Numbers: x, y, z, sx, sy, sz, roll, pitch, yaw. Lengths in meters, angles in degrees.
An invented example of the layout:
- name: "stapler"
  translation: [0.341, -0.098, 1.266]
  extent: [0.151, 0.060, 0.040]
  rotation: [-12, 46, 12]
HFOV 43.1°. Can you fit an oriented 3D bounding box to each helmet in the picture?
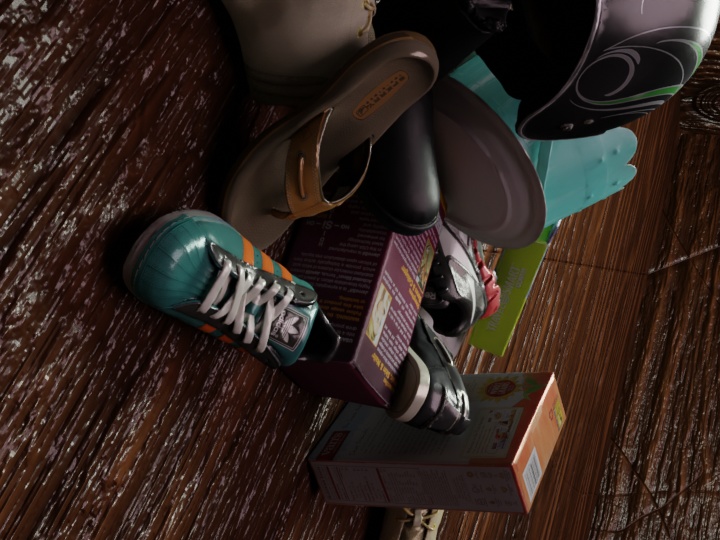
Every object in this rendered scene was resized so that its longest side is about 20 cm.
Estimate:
- name: "helmet"
  translation: [0.178, -0.201, 0.711]
  extent: [0.191, 0.200, 0.200]
  rotation: [-14, 112, -38]

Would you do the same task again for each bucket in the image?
- name: "bucket"
  translation: [0.160, -0.132, 0.909]
  extent: [0.135, 0.207, 0.207]
  rotation: [-32, 139, -9]

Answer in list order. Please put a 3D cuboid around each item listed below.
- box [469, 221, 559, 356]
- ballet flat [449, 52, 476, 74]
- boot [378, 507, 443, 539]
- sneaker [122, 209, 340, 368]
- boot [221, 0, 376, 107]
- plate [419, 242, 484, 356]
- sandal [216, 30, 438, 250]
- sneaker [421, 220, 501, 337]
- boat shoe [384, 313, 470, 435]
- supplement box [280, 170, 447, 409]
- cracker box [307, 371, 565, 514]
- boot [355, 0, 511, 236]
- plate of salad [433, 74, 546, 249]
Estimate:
- name: "box"
  translation: [0.187, -0.011, 1.067]
  extent: [0.122, 0.048, 0.200]
  rotation: [-59, 167, -50]
- name: "ballet flat"
  translation: [0.122, -0.222, 1.007]
  extent: [0.200, 0.069, 0.069]
  rotation: [-2, 100, -69]
- name: "boot"
  translation: [0.065, 0.246, 0.959]
  extent: [0.200, 0.073, 0.156]
  rotation: [126, -19, -77]
- name: "sneaker"
  translation: [-0.072, 0.018, 0.600]
  extent: [0.071, 0.080, 0.200]
  rotation: [-60, 155, 0]
- name: "boot"
  translation: [0.003, -0.186, 0.591]
  extent: [0.155, 0.200, 0.072]
  rotation: [72, 10, -48]
- name: "plate"
  translation: [0.106, 0.011, 1.078]
  extent: [0.200, 0.032, 0.200]
  rotation: [69, 37, -47]
- name: "sandal"
  translation: [-0.021, -0.075, 0.613]
  extent: [0.080, 0.200, 0.054]
  rotation: [21, 33, -56]
- name: "sneaker"
  translation: [0.078, -0.016, 0.933]
  extent: [0.098, 0.071, 0.201]
  rotation: [-45, 122, -36]
- name: "boat shoe"
  translation: [0.049, 0.084, 0.841]
  extent: [0.072, 0.068, 0.200]
  rotation: [-63, -161, 18]
- name: "supplement box"
  translation: [0.000, 0.000, 0.766]
  extent: [0.110, 0.086, 0.200]
  rotation: [56, 47, -58]
- name: "cracker box"
  translation: [0.071, 0.153, 0.830]
  extent: [0.134, 0.200, 0.058]
  rotation: [-49, 127, -51]
- name: "boot"
  translation: [0.048, -0.145, 0.663]
  extent: [0.073, 0.162, 0.198]
  rotation: [-1, 67, -34]
- name: "plate of salad"
  translation: [0.088, -0.102, 0.802]
  extent: [0.048, 0.200, 0.200]
  rotation: [-43, 141, -21]
